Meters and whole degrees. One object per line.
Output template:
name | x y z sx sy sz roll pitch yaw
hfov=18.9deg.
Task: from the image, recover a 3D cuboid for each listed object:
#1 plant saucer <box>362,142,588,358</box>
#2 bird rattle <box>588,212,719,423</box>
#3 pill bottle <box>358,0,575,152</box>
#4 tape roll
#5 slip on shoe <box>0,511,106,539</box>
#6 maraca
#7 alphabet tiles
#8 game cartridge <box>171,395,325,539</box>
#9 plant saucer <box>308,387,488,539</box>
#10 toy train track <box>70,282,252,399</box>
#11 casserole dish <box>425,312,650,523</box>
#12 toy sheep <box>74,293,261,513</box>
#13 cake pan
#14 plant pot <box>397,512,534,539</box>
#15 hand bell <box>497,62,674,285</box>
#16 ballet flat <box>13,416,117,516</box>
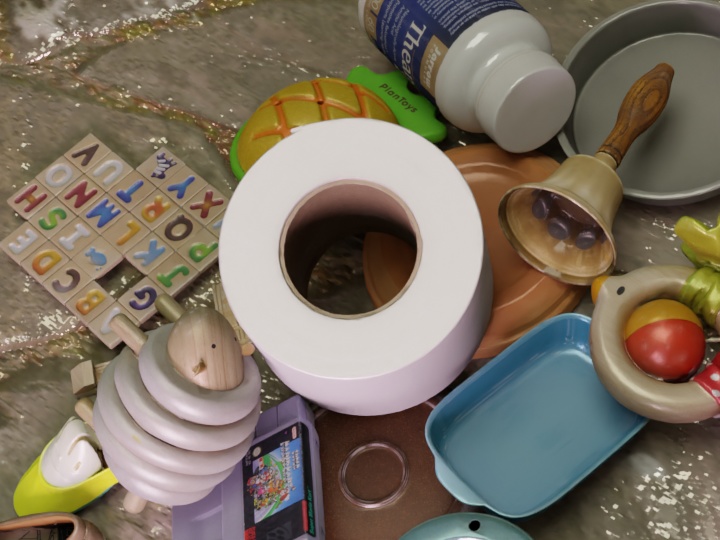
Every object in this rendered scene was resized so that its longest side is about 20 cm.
plant saucer | 0.096 -0.024 1.775 0.198 0.038 0.202 -7 58 11
bird rattle | 0.255 0.061 1.644 0.161 0.113 0.202 -5 69 -1
pill bottle | 0.091 -0.186 1.816 0.111 0.111 0.200 -35 49 -7
tape roll | 0.000 0.000 1.660 0.200 0.139 0.205 -2 75 7
slip on shoe | -0.300 0.231 1.713 0.198 0.061 0.077 -8 58 11
maraca | -0.018 -0.112 1.822 0.199 0.108 0.137 -32 57 -30
alphabet tiles | -0.212 -0.040 1.875 0.167 0.008 0.200 -41 56 -17
game cartridge | -0.087 0.190 1.643 0.129 0.038 0.201 -32 34 19
plant saucer | 0.013 0.164 1.688 0.198 0.032 0.202 -7 57 11
toy train track | -0.147 0.062 1.791 0.198 0.033 0.116 -17 57 6
casserole dish | 0.139 0.117 1.658 0.199 0.039 0.121 -36 63 -22
toy sheep | -0.143 0.107 1.641 0.137 0.201 0.139 15 39 -12
cake pan | 0.259 -0.136 1.797 0.198 0.037 0.202 -7 58 11
plant pot | 0.084 0.268 1.512 0.198 0.188 0.202 -7 59 11
hand bell | 0.200 -0.095 1.731 0.103 0.105 0.201 19 55 24
ballet flat | -0.199 0.133 1.738 0.199 0.067 0.067 -26 55 1
